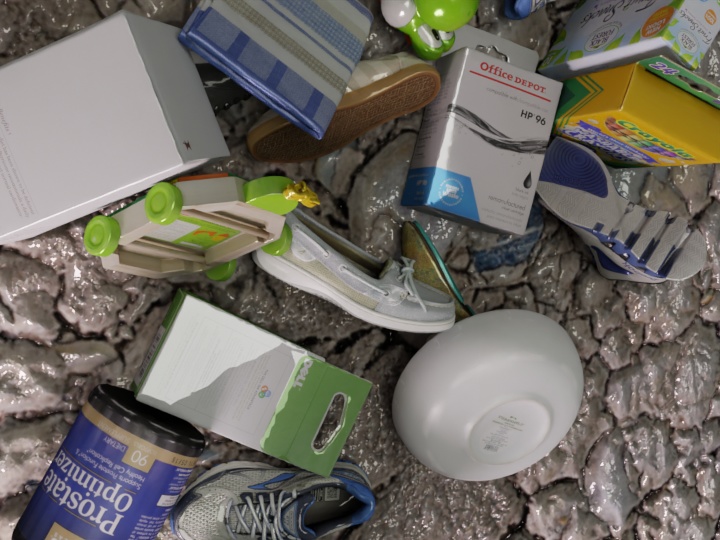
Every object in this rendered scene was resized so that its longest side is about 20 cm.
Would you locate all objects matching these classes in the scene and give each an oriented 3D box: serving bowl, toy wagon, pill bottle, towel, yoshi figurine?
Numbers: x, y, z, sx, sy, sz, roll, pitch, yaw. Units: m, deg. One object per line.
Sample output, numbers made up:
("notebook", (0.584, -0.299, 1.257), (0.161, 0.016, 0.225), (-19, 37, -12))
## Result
("serving bowl", (0.134, 0.138, 0.830), (0.199, 0.066, 0.201), (-8, 124, -11))
("toy wagon", (-0.123, -0.039, 0.706), (0.155, 0.200, 0.040), (16, 56, -57))
("pill bottle", (-0.228, 0.210, 0.730), (0.112, 0.112, 0.200), (30, 84, -18))
("towel", (-0.066, -0.216, 0.745), (0.147, 0.024, 0.200), (34, 45, -18))
("yoshi figurine", (0.046, -0.295, 0.778), (0.112, 0.112, 0.200), (-32, 108, 3))

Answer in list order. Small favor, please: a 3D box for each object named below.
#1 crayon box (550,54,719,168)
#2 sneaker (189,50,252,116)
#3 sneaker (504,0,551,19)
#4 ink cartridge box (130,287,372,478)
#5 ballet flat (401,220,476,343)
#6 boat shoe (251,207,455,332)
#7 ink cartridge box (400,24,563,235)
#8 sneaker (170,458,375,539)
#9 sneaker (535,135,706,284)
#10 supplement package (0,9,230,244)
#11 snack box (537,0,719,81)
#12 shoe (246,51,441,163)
("crayon box", (0.269, -0.148, 0.829), (0.125, 0.200, 0.052), (21, 87, -19))
("sneaker", (-0.137, -0.148, 0.763), (0.199, 0.071, 0.100), (-6, 100, -15))
("sneaker", (0.125, -0.335, 0.827), (0.085, 0.077, 0.200), (-44, 106, -7))
("ink cartridge box", (-0.101, 0.107, 0.794), (0.200, 0.059, 0.104), (27, 85, -19))
("ballet flat", (0.085, 0.044, 0.855), (0.071, 0.071, 0.200), (-40, 105, -12))
("boat shoe", (0.000, -0.001, 0.788), (0.201, 0.074, 0.065), (24, 109, 4))
("ink cartridge box", (0.127, -0.147, 0.850), (0.116, 0.068, 0.201), (15, 89, -20))
("sneaker", (-0.078, 0.221, 0.797), (0.199, 0.085, 0.077), (-7, 96, -18))
("sneaker", (0.259, -0.044, 0.900), (0.199, 0.115, 0.081), (39, 78, 12))
("supplement package", (-0.226, -0.105, 0.664), (0.199, 0.117, 0.117), (-19, 96, 11))
("snack box", (0.276, -0.251, 0.825), (0.053, 0.200, 0.142), (34, 83, -19))
("shoe", (-0.021, -0.160, 0.810), (0.199, 0.070, 0.053), (-23, 61, -13))
